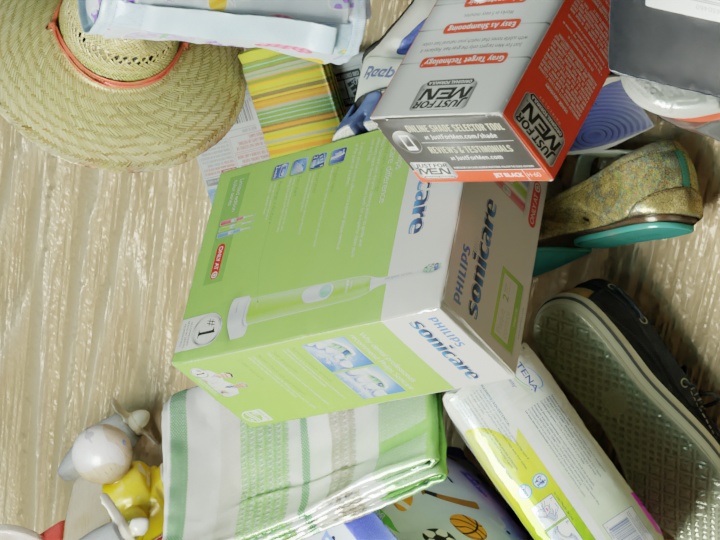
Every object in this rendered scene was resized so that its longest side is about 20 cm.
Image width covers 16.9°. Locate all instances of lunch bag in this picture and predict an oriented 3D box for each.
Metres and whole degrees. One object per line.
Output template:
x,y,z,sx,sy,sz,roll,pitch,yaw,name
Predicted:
0.044,0.196,1.554,0.124,0.200,0.170,-44,68,5,lunch bag
-0.088,-0.205,1.503,0.200,0.169,0.127,-104,23,-53,lunch bag

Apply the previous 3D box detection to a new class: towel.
-0.040,0.099,1.492,0.200,0.031,0.149,-26,46,23,towel
-0.024,-0.061,1.636,0.086,0.018,0.200,-7,104,50,towel

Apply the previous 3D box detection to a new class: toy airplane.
-0.193,0.179,1.801,0.200,0.199,0.141,13,126,42,toy airplane

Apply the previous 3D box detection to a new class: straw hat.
-0.158,-0.171,1.611,0.201,0.201,0.085,50,147,17,straw hat

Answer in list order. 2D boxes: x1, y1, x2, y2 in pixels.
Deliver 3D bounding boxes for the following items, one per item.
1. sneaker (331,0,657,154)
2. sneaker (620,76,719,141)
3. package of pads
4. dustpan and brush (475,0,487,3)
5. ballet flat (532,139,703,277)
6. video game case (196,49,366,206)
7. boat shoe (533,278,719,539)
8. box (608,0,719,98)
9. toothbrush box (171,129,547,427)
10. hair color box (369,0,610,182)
0.078,-0.130,1.482,0.199,0.081,0.115,-8,58,21,sneaker
0.249,-0.095,1.363,0.200,0.082,0.077,18,79,21,sneaker
0.120,0.127,1.495,0.155,0.068,0.200,55,179,11,package of pads
0.068,-0.189,1.352,0.140,0.200,0.057,-30,125,16,dustpan and brush
0.130,-0.037,1.501,0.200,0.071,0.071,-17,95,47,ballet flat
-0.029,-0.049,1.673,0.200,0.024,0.182,-10,100,45,video game case
0.184,0.088,1.500,0.075,0.062,0.200,-32,97,41,boat shoe
0.227,-0.184,1.238,0.107,0.200,0.149,18,120,37,box
0.000,0.000,1.457,0.200,0.146,0.086,-15,140,35,toothbrush box
0.098,-0.144,1.383,0.101,0.200,0.061,2,142,44,hair color box
